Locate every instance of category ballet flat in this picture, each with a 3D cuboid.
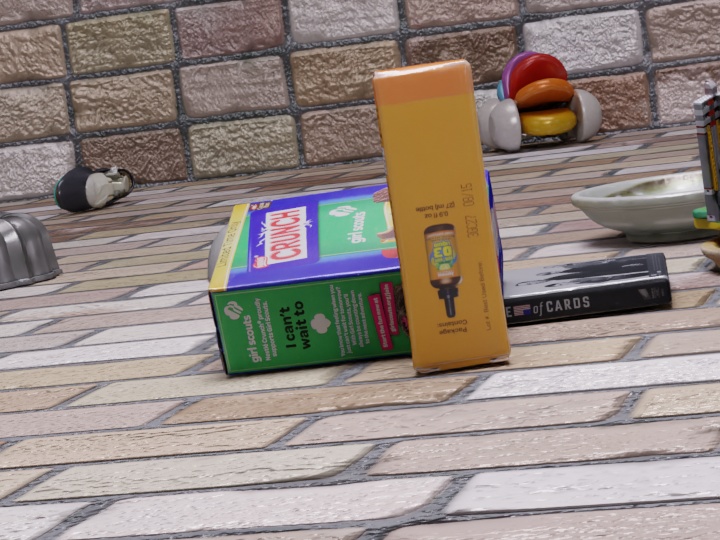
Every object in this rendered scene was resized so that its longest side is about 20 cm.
[{"bbox_3d":[-0.402,-0.129,3.461,0.073,0.073,0.200,-5,4,18],"label":"ballet flat"}]

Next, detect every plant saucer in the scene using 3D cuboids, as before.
[{"bbox_3d":[0.296,-0.058,2.072,0.200,0.050,0.200,-8,7,1],"label":"plant saucer"}]

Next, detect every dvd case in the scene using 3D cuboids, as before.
[{"bbox_3d":[0.134,0.017,1.707,0.200,0.025,0.150,-8,6,8],"label":"dvd case"}]

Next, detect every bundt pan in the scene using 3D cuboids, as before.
[{"bbox_3d":[-0.434,-0.019,2.478,0.201,0.076,0.202,-8,7,1],"label":"bundt pan"}]

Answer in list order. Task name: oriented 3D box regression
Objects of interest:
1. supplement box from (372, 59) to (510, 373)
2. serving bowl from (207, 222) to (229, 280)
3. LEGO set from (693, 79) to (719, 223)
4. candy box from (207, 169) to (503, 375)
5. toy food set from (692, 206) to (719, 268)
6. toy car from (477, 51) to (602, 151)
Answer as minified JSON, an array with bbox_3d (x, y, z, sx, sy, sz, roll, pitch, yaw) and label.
[{"bbox_3d":[0.053,-0.037,1.491,0.066,0.200,0.069,-8,3,-1],"label":"supplement box"},{"bbox_3d":[-0.057,-0.036,2.226,0.200,0.066,0.200,-7,7,1],"label":"serving bowl"},{"bbox_3d":[0.349,-0.106,1.712,0.154,0.116,0.200,-26,25,-37],"label":"LEGO set"},{"bbox_3d":[0.000,0.000,1.627,0.200,0.077,0.169,-9,23,7],"label":"candy box"},{"bbox_3d":[0.365,-0.034,1.784,0.198,0.049,0.200,-10,7,-18],"label":"toy food set"},{"bbox_3d":[0.274,-0.269,3.531,0.175,0.150,0.200,-9,7,-11],"label":"toy car"}]
